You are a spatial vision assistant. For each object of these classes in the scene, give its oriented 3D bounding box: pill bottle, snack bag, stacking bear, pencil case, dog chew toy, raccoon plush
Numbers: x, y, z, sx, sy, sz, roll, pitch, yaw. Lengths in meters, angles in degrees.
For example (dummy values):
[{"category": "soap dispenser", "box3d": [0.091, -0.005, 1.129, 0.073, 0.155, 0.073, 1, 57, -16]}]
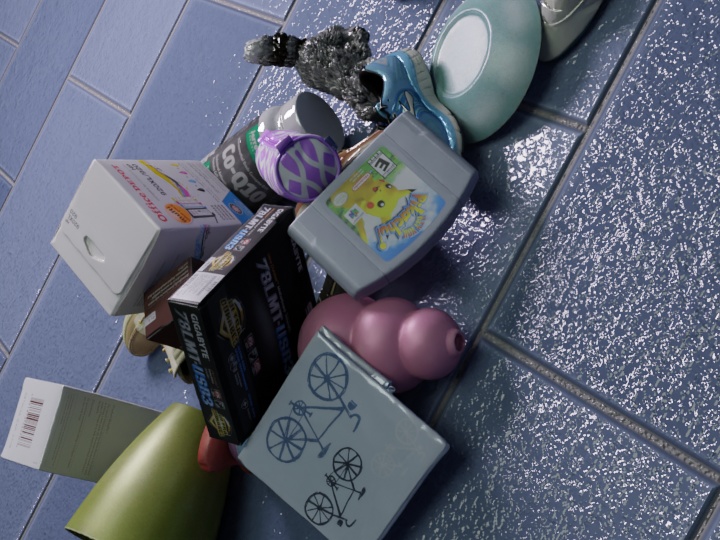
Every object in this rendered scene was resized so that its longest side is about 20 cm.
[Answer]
[{"category": "pill bottle", "box3d": [-0.124, -0.157, 1.453, 0.200, 0.113, 0.114, -31, 51, 33]}, {"category": "snack bag", "box3d": [-0.018, 0.192, 1.134, 0.200, 0.021, 0.189, 38, 107, 19]}, {"category": "stacking bear", "box3d": [-0.076, 0.208, 1.237, 0.199, 0.121, 0.114, 11, 87, 39]}, {"category": "pencil case", "box3d": [-0.081, -0.130, 1.274, 0.084, 0.085, 0.200, -52, 14, -2]}, {"category": "dog chew toy", "box3d": [0.027, 0.085, 1.179, 0.199, 0.124, 0.125, -5, 68, 37]}, {"category": "raccoon plush", "box3d": [-0.050, -0.249, 1.385, 0.199, 0.097, 0.134, -9, 39, -4]}]

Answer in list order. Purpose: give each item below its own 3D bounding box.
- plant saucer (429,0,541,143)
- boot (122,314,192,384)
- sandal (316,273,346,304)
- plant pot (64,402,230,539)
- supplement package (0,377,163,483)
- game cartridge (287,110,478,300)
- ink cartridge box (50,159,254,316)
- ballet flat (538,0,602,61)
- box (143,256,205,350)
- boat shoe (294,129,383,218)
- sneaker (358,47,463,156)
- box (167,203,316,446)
[{"category": "plant saucer", "box3d": [0.134, -0.254, 1.253, 0.201, 0.039, 0.202, -23, 61, 52]}, {"category": "boot", "box3d": [-0.275, 0.103, 1.518, 0.200, 0.072, 0.155, -50, 52, 35]}, {"category": "sandal", "box3d": [-0.001, 0.000, 1.297, 0.080, 0.057, 0.202, 43, 119, 45]}, {"category": "plant pot", "box3d": [-0.245, 0.280, 1.343, 0.187, 0.187, 0.201, 1, 57, 47]}, {"category": "supplement package", "box3d": [-0.371, 0.232, 1.458, 0.117, 0.200, 0.118, 1, 72, 46]}, {"category": "game cartridge", "box3d": [0.031, -0.070, 1.176, 0.133, 0.040, 0.200, 43, 86, 16]}, {"category": "ink cartridge box", "box3d": [-0.265, -0.047, 1.370, 0.147, 0.200, 0.145, 44, 116, 22]}, {"category": "ballet flat", "box3d": [0.251, -0.330, 1.179, 0.200, 0.069, 0.070, -50, 43, 18]}, {"category": "box", "box3d": [-0.164, 0.062, 1.321, 0.100, 0.200, 0.075, -33, 53, 31]}, {"category": "boat shoe", "box3d": [-0.018, -0.128, 1.359, 0.200, 0.076, 0.072, -39, 45, 25]}, {"category": "sneaker", "box3d": [0.055, -0.175, 1.260, 0.079, 0.090, 0.201, 108, 142, -55]}, {"category": "box", "box3d": [-0.122, 0.059, 1.194, 0.049, 0.201, 0.199, 10, 38, 29]}]
